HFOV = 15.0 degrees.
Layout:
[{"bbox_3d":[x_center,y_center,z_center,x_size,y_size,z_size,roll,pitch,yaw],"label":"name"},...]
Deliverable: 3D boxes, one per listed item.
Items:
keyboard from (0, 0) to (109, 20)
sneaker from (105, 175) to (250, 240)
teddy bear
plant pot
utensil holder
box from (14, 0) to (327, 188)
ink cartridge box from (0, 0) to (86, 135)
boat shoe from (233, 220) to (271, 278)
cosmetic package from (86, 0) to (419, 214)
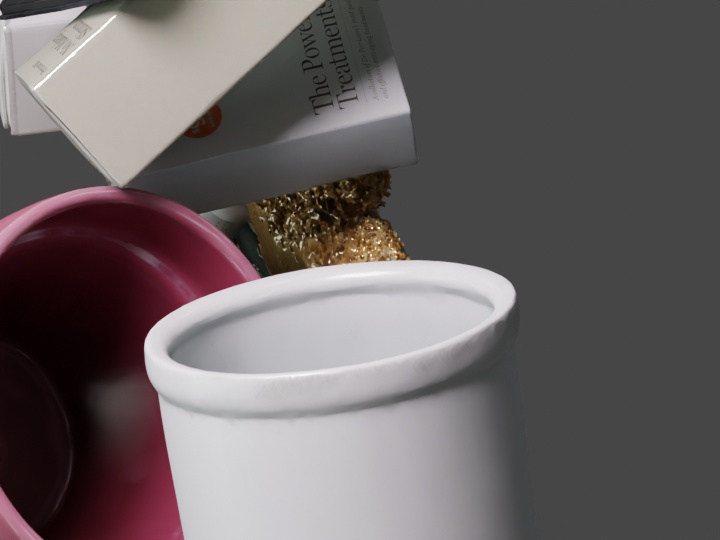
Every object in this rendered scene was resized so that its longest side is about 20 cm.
[{"bbox_3d":[-0.109,-0.172,1.353,0.021,0.127,0.200,44,165,-20],"label":"keyboard"},{"bbox_3d":[-0.118,-0.073,1.639,0.088,0.081,0.200,-52,33,17],"label":"sneaker"},{"bbox_3d":[0.000,0.000,1.482,0.200,0.067,0.146,-148,38,-71],"label":"teddy bear"},{"bbox_3d":[-0.157,0.074,1.364,0.179,0.199,0.201,-18,79,50],"label":"plant pot"},{"bbox_3d":[-0.001,0.115,1.246,0.170,0.169,0.201,-131,33,-73],"label":"utensil holder"},{"bbox_3d":[-0.070,-0.134,1.328,0.068,0.200,0.082,49,175,-16],"label":"box"},{"bbox_3d":[-0.119,-0.162,1.590,0.146,0.199,0.085,-109,14,-46],"label":"ink cartridge box"},{"bbox_3d":[-0.058,-0.057,1.698,0.202,0.073,0.063,-110,14,-50],"label":"boat shoe"},{"bbox_3d":[-0.065,-0.129,1.436,0.052,0.150,0.201,77,178,-56],"label":"cosmetic package"}]
